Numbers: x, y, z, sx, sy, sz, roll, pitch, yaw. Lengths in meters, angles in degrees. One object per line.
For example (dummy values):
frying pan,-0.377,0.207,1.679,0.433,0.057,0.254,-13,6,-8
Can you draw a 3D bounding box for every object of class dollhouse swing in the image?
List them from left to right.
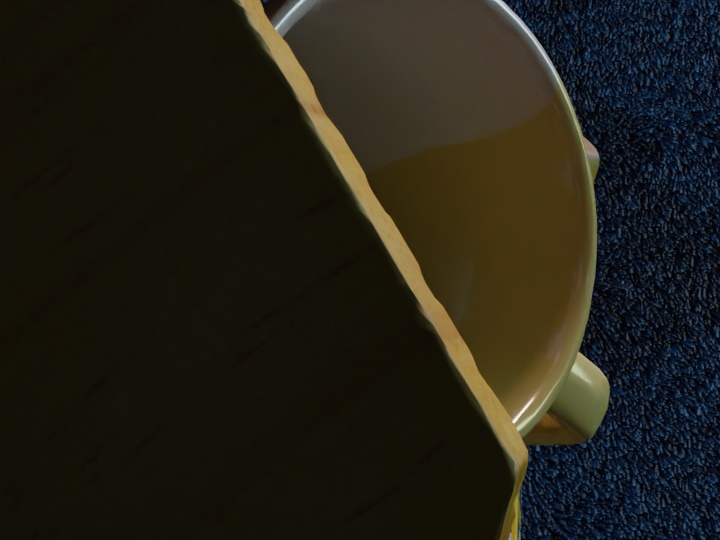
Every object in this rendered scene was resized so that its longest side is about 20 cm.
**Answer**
dollhouse swing,-0.048,0.026,0.448,0.200,0.181,0.176,59,17,6

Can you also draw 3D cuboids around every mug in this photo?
mug,-0.023,0.006,0.555,0.153,0.149,0.187,-7,-67,48

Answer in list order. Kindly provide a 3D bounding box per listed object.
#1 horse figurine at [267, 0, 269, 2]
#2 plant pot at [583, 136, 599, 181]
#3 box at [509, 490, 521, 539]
horse figurine,-0.032,-0.062,0.823,0.132,0.200,0.050,38,34,-21
plant pot,0.000,0.000,0.728,0.200,0.189,0.201,29,12,-7
box,0.042,0.173,0.832,0.064,0.070,0.201,77,15,-68
